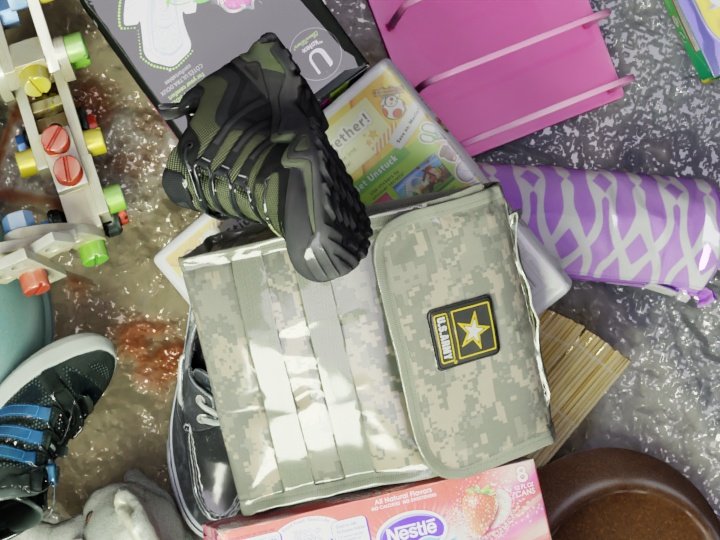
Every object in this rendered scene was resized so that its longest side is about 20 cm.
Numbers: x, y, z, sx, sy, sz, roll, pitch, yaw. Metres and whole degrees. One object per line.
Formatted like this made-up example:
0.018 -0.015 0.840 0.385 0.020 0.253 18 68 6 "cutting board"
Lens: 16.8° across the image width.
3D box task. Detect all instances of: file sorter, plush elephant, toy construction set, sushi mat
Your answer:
0.079 -0.185 1.566 0.138 0.125 0.201 -21 91 -3 "file sorter"
-0.167 0.203 1.539 0.199 0.165 0.156 -6 83 -4 "plush elephant"
-0.197 -0.077 1.543 0.092 0.131 0.201 -4 74 -1 "toy construction set"
0.082 0.113 1.565 0.095 0.012 0.200 32 102 -31 "sushi mat"

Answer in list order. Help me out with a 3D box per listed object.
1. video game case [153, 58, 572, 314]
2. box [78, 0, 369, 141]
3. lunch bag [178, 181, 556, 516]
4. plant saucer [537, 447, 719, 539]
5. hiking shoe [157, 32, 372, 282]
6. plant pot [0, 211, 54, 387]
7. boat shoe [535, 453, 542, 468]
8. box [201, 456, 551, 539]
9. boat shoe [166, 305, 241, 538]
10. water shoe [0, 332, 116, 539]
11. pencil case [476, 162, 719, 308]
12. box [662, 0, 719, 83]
0.000 0.000 1.517 0.200 0.023 0.182 -39 92 17 "video game case"
-0.102 -0.169 1.545 0.124 0.149 0.200 -35 91 -2 "box"
0.011 0.043 1.454 0.199 0.118 0.165 -12 97 8 "lunch bag"
0.168 0.216 1.581 0.199 0.034 0.202 1 88 -25 "plant saucer"
-0.059 -0.049 1.398 0.100 0.200 0.076 -28 129 6 "hiking shoe"
-0.300 0.037 1.543 0.199 0.134 0.202 0 90 -2 "plant pot"
0.049 0.058 1.591 0.084 0.069 0.200 -40 92 -2 "boat shoe"
0.012 0.181 1.474 0.199 0.095 0.103 -13 90 -10 "box"
-0.087 0.078 1.585 0.071 0.068 0.201 7 89 -3 "boat shoe"
-0.212 0.125 1.516 0.079 0.072 0.200 35 67 29 "water shoe"
0.139 -0.024 1.572 0.199 0.084 0.086 5 82 -15 "pencil case"
0.295 -0.220 1.617 0.199 0.048 0.118 -27 91 -4 "box"
